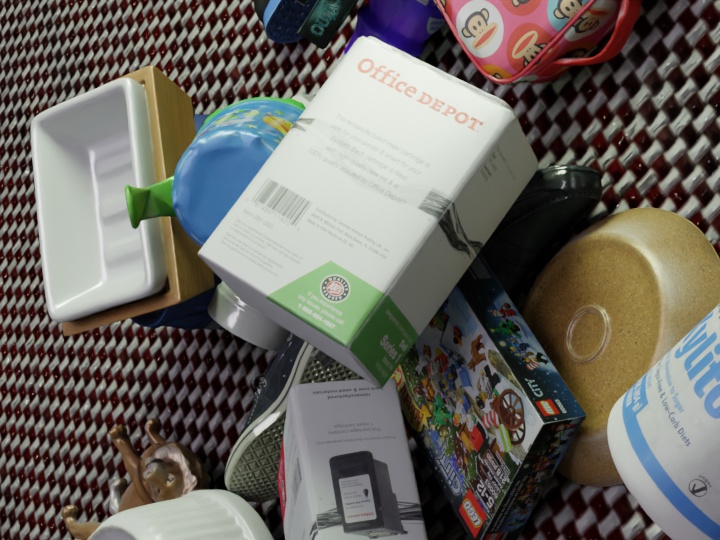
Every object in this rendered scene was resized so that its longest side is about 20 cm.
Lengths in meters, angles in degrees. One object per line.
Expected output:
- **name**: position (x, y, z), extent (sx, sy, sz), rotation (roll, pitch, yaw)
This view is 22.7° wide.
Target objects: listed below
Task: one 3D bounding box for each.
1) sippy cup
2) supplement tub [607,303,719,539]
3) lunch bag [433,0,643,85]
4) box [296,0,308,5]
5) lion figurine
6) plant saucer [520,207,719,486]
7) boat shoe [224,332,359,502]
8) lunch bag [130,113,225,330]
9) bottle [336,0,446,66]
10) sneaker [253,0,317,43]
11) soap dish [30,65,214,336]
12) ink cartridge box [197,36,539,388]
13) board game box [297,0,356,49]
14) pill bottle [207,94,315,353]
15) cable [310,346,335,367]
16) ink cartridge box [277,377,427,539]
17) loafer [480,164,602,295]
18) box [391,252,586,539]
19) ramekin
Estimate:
- **sippy cup**: position (-0.084, -0.064, 1.376), extent (0.178, 0.140, 0.130), rotation (-45, -1, 11)
- **supplement tub**: position (0.252, 0.068, 1.040), extent (0.200, 0.132, 0.132), rotation (-49, 41, 28)
- **lunch bag**: position (0.148, -0.235, 1.332), extent (0.200, 0.082, 0.176), rotation (-42, 69, 34)
- **box**: position (0.009, -0.318, 1.421), extent (0.200, 0.040, 0.137), rotation (-50, 8, 43)
- **lion figurine**: position (-0.201, 0.217, 1.633), extent (0.123, 0.072, 0.200), rotation (56, 134, 33)
- **plant saucer**: position (0.167, 0.048, 1.241), extent (0.200, 0.035, 0.200), rotation (-27, 54, 44)
- **boat shoe**: position (-0.052, 0.109, 1.469), extent (0.200, 0.075, 0.062), rotation (-61, 23, 26)
- **lunch bag**: position (-0.137, -0.050, 1.601), extent (0.136, 0.132, 0.200), rotation (44, 116, 35)
- **bottle**: position (0.052, -0.238, 1.481), extent (0.065, 0.084, 0.200), rotation (41, 111, 13)
- **sneaker**: position (-0.038, -0.304, 1.641), extent (0.200, 0.070, 0.078), rotation (-48, 46, 28)
- **soap dish**: position (-0.201, -0.055, 1.515), extent (0.157, 0.081, 0.200), rotation (-16, 78, 42)
- **ink cartridge box**: position (0.009, -0.044, 1.251), extent (0.146, 0.084, 0.200), rotation (31, 79, 30)
- **board game box**: position (0.023, -0.285, 1.478), extent (0.135, 0.028, 0.200), rotation (-53, 5, 46)
- **pill bottle**: position (-0.048, -0.036, 1.497), extent (0.113, 0.113, 0.200), rotation (40, 106, 52)
- **cable**: position (0.000, 0.000, 1.406), extent (0.200, 0.050, 0.097), rotation (-50, 11, -36)
- **ink cartridge box**: position (-0.005, 0.202, 1.310), extent (0.145, 0.083, 0.200), rotation (102, 161, -54)
- **loafer**: position (0.109, -0.016, 1.325), extent (0.201, 0.068, 0.070), rotation (-35, 57, 46)
- **box**: position (0.075, 0.077, 1.284), extent (0.200, 0.038, 0.137), rotation (59, 142, 36)
- **ramekin**: position (-0.154, 0.283, 1.460), extent (0.200, 0.105, 0.200), rotation (0, 89, 53)
